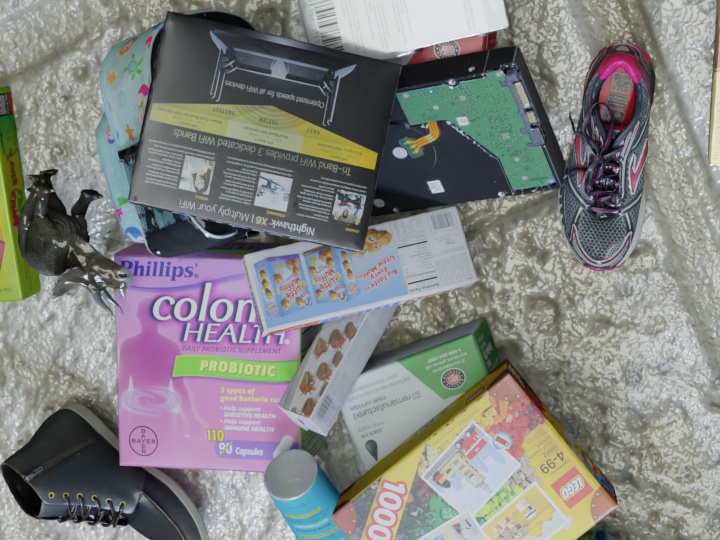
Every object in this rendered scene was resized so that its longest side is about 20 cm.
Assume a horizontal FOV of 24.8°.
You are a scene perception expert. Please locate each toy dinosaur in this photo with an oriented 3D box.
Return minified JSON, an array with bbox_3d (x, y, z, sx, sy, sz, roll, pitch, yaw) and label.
[{"bbox_3d":[-0.285,-0.034,1.493,0.199,0.077,0.103,25,109,47],"label":"toy dinosaur"}]

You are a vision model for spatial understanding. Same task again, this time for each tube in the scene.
[{"bbox_3d":[-0.032,0.235,1.503,0.077,0.051,0.200,-8,142,16],"label":"tube"}]

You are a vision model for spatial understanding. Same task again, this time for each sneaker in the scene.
[{"bbox_3d":[-0.244,0.225,1.551,0.200,0.106,0.075,39,137,9],"label":"sneaker"},{"bbox_3d":[0.213,-0.098,1.434,0.080,0.075,0.202,5,101,10],"label":"sneaker"}]

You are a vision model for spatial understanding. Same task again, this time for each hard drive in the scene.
[{"bbox_3d":[0.065,-0.119,1.426,0.199,0.038,0.140,-8,133,26],"label":"hard drive"}]

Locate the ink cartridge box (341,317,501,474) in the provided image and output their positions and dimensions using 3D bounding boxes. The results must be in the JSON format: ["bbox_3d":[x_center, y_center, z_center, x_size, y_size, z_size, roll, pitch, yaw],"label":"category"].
[{"bbox_3d":[0.079,0.166,1.498,0.146,0.083,0.201,-21,95,13],"label":"ink cartridge box"}]

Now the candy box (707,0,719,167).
[{"bbox_3d":[0.361,-0.188,1.399,0.114,0.055,0.202,3,99,11],"label":"candy box"}]

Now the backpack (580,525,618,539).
[{"bbox_3d":[0.203,0.327,1.441,0.147,0.200,0.184,-36,90,14],"label":"backpack"}]

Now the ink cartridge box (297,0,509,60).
[{"bbox_3d":[0.023,-0.280,1.371,0.172,0.044,0.202,-12,97,14],"label":"ink cartridge box"}]

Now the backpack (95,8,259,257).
[{"bbox_3d":[-0.143,-0.124,1.446,0.150,0.177,0.202,-11,97,43],"label":"backpack"}]

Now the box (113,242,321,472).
[{"bbox_3d":[-0.130,0.078,1.519,0.174,0.097,0.202,2,99,11],"label":"box"}]

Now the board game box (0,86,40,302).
[{"bbox_3d":[-0.376,-0.069,1.568,0.101,0.048,0.202,-5,98,12],"label":"board game box"}]

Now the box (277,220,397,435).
[{"bbox_3d":[-0.006,0.051,1.466,0.038,0.041,0.201,18,70,32],"label":"box"}]

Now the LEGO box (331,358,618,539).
[{"bbox_3d":[0.098,0.200,1.415,0.200,0.077,0.149,-40,92,9],"label":"LEGO box"}]

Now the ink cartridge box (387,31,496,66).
[{"bbox_3d":[0.053,-0.270,1.432,0.145,0.083,0.202,8,101,11],"label":"ink cartridge box"}]

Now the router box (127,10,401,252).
[{"bbox_3d":[-0.079,-0.111,1.340,0.198,0.052,0.159,13,89,-6],"label":"router box"}]

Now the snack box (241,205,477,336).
[{"bbox_3d":[0.000,0.000,1.439,0.199,0.024,0.072,-13,81,-15],"label":"snack box"}]
